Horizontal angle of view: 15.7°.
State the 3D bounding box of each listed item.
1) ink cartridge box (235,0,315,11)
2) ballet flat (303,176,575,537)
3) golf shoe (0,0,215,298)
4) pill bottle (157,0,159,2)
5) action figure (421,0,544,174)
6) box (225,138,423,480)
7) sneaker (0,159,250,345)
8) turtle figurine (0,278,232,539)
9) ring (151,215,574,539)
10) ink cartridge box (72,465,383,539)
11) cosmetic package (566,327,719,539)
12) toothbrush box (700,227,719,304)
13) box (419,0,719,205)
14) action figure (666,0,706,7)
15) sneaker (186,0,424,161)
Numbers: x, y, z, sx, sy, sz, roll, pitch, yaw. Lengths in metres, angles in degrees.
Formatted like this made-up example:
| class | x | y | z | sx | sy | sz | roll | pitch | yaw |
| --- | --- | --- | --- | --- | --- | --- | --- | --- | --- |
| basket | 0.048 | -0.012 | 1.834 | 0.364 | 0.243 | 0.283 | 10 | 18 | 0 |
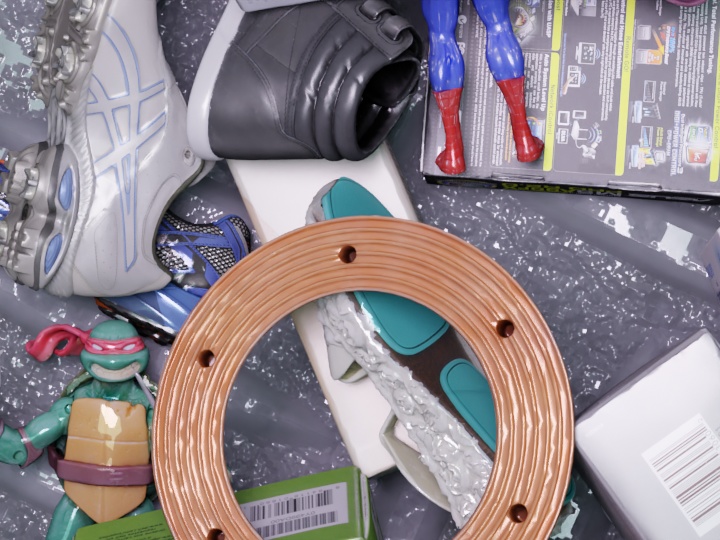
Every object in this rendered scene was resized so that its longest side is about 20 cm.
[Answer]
| class | x | y | z | sx | sy | sz | roll | pitch | yaw |
| --- | --- | --- | --- | --- | --- | --- | --- | --- | --- |
| ink cartridge box | 0.029 | -0.231 | 1.221 | 0.199 | 0.041 | 0.200 | -8 | 72 | 8 |
| ballet flat | 0.022 | 0.053 | 1.237 | 0.072 | 0.072 | 0.200 | -35 | 82 | 2 |
| golf shoe | -0.115 | -0.083 | 1.282 | 0.097 | 0.078 | 0.201 | 11 | 102 | -23 |
| pill bottle | -0.070 | -0.235 | 1.329 | 0.111 | 0.111 | 0.200 | 42 | 90 | 6 |
| action figure | 0.047 | -0.159 | 1.302 | 0.065 | 0.099 | 0.201 | -9 | 108 | 2 |
| box | 0.000 | 0.000 | 1.318 | 0.078 | 0.095 | 0.200 | -23 | 83 | 3 |
| sneaker | -0.145 | -0.027 | 1.349 | 0.200 | 0.075 | 0.079 | 26 | 80 | -2 |
| turtle figurine | -0.129 | 0.101 | 1.319 | 0.149 | 0.101 | 0.201 | 4 | 101 | 17 |
| ring | 0.001 | 0.075 | 1.183 | 0.200 | 0.019 | 0.201 | -2 | 82 | 16 |
| ink cartridge box | -0.046 | 0.211 | 1.274 | 0.147 | 0.076 | 0.200 | -13 | 113 | 4 |
| cosmetic package | 0.155 | 0.096 | 1.247 | 0.090 | 0.200 | 0.107 | -36 | 87 | 2 |
| toothbrush box | 0.243 | 0.063 | 1.268 | 0.086 | 0.146 | 0.200 | -20 | 86 | 3 |
| box | 0.117 | -0.139 | 1.342 | 0.160 | 0.044 | 0.201 | 4 | 87 | 4 |
| action figure | 0.182 | -0.177 | 1.285 | 0.199 | 0.149 | 0.134 | -8 | 55 | 18 |
| sneaker | -0.006 | -0.137 | 1.258 | 0.099 | 0.071 | 0.200 | 13 | 75 | 18 |
